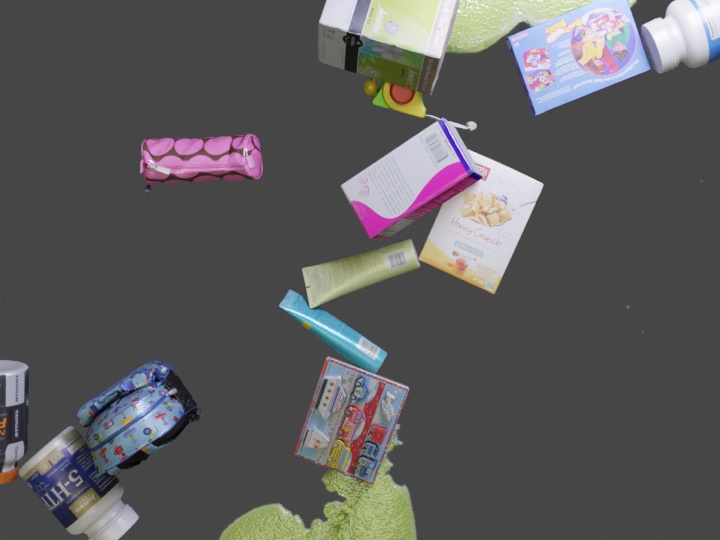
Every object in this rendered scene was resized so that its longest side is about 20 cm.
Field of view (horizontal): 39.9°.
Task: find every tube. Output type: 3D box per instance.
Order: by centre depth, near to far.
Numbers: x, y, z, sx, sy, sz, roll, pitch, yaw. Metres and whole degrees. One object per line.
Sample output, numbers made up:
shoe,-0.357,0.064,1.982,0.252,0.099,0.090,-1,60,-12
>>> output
tube,0.000,0.000,1.674,0.198,0.058,0.052,-18,111,6
tube,-0.048,0.103,1.679,0.199,0.078,0.051,37,105,-4

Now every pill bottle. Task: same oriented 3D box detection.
pill bottle,0.551,-0.388,1.561,0.198,0.112,0.113,-23,94,7
pill bottle,-0.480,0.382,1.712,0.119,0.120,0.200,-40,92,7
pill bottle,-0.628,0.264,1.715,0.105,0.106,0.203,3,97,3

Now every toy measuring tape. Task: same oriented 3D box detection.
toy measuring tape,0.102,-0.286,1.629,0.197,0.074,0.075,14,97,-7

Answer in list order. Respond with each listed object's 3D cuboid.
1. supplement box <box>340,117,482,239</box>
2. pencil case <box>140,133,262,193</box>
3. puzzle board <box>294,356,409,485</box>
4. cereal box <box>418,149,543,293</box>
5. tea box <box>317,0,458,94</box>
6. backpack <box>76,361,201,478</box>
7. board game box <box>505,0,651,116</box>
supplement box,0.084,-0.144,1.604,0.199,0.103,0.102,-31,81,14
pencil case,-0.264,-0.181,1.648,0.197,0.094,0.092,-4,96,4
puzzle board,-0.017,0.260,1.694,0.149,0.017,0.202,20,111,1
cereal box,0.200,-0.082,1.654,0.142,0.040,0.202,23,97,2
tea box,0.053,-0.414,1.550,0.194,0.134,0.202,17,75,3
backpack,-0.381,0.252,1.650,0.181,0.200,0.135,-32,93,7
board game box,0.352,-0.351,1.612,0.198,0.045,0.136,-21,94,6
